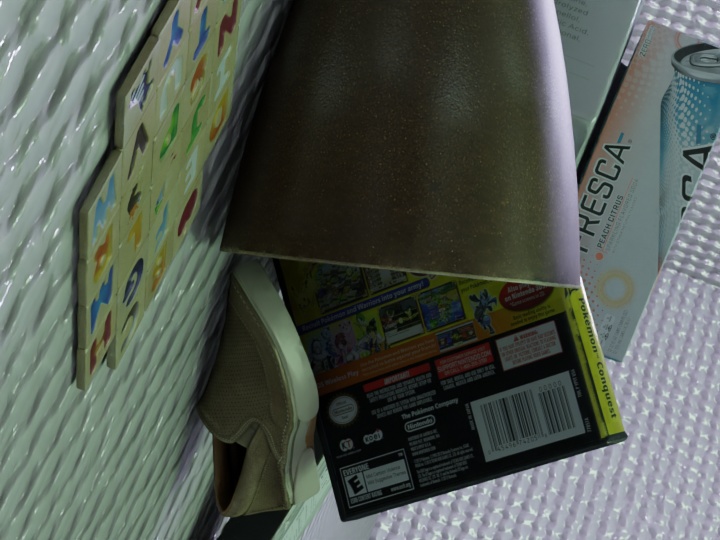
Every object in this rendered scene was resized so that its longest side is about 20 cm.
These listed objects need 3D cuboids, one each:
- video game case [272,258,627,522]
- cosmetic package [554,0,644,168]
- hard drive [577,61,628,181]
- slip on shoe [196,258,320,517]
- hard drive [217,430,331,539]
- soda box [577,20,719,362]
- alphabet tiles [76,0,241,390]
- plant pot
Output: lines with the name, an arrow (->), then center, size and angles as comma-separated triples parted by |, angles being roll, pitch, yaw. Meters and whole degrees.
video game case -> 0.044, 0.034, 1.195 | 0.025, 0.199, 0.182 | -6, 78, -50
cosmetic package -> 0.080, -0.150, 1.281 | 0.165, 0.164, 0.201 | 103, 9, -61
hard drive -> 0.109, -0.099, 1.393 | 0.140, 0.200, 0.038 | -45, 154, -10
slip on shoe -> -0.066, 0.076, 1.234 | 0.060, 0.076, 0.200 | -21, 145, -14
hard drive -> -0.059, 0.172, 1.494 | 0.200, 0.038, 0.140 | -57, 171, -17
soda box -> 0.168, -0.048, 1.284 | 0.064, 0.068, 0.201 | -27, 139, -83
alphabet tiles -> -0.084, -0.048, 0.895 | 0.200, 0.006, 0.167 | 102, 10, -56
plant pot -> 0.029, -0.099, 1.074 | 0.187, 0.186, 0.201 | 4, 92, -84
